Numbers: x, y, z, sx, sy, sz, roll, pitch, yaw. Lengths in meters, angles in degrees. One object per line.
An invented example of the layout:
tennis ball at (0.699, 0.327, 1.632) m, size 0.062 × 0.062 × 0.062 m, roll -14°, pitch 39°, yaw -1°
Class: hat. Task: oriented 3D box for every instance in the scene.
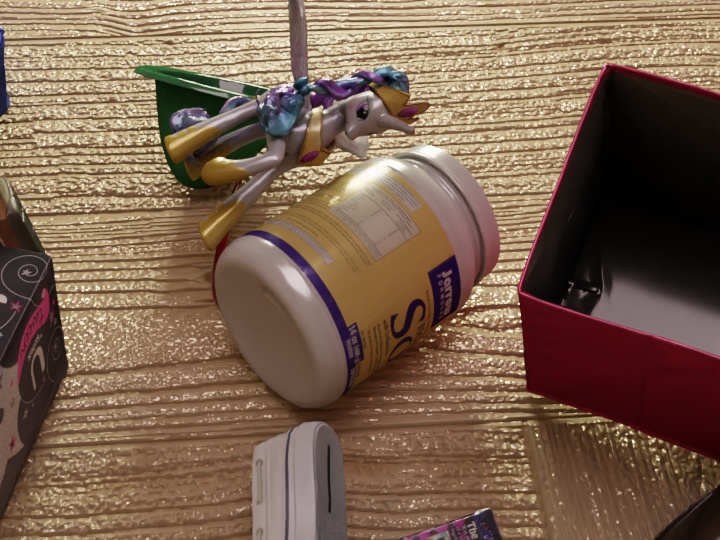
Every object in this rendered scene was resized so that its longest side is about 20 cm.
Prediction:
hat at (-0.142, -0.082, 1.232) m, size 0.163 × 0.179 × 0.200 m, roll 14°, pitch 10°, yaw 13°

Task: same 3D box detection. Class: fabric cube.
fabric cube at (0.240, 0.003, 1.009) m, size 0.197 × 0.200 × 0.198 m, roll 18°, pitch 68°, yaw 17°

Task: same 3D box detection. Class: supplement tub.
supplement tub at (0.000, 0.000, 1.076) m, size 0.199 × 0.147 × 0.145 m, roll -33°, pitch 56°, yaw -28°

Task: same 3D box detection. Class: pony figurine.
pony figurine at (-0.054, -0.123, 1.075) m, size 0.198 × 0.168 × 0.194 m, roll -26°, pitch 38°, yaw 3°

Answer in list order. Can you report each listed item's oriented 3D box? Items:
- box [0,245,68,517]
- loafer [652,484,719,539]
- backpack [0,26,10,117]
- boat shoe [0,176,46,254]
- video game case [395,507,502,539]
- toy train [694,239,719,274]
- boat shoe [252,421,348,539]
box at (-0.299, 0.091, 0.985) m, size 0.113 × 0.133 × 0.202 m, roll 10°, pitch 46°, yaw 5°
loafer at (0.270, 0.178, 0.975) m, size 0.199 × 0.072 × 0.073 m, roll -31°, pitch 56°, yaw -28°
backpack at (-0.423, -0.176, 1.207) m, size 0.167 × 0.164 × 0.200 m, roll 35°, pitch 54°, yaw 22°
boat shoe at (-0.310, -0.031, 1.105) m, size 0.073 × 0.076 × 0.199 m, roll -30°, pitch 19°, yaw -18°
video game case at (0.035, 0.273, 0.854) m, size 0.179 × 0.036 × 0.202 m, roll -16°, pitch 72°, yaw -17°
toy train at (0.291, -0.036, 1.171) m, size 0.198 × 0.086 × 0.114 m, roll 26°, pitch 61°, yaw 20°
boat shoe at (-0.045, 0.206, 0.947) m, size 0.066 × 0.074 × 0.202 m, roll -18°, pitch 50°, yaw 24°
